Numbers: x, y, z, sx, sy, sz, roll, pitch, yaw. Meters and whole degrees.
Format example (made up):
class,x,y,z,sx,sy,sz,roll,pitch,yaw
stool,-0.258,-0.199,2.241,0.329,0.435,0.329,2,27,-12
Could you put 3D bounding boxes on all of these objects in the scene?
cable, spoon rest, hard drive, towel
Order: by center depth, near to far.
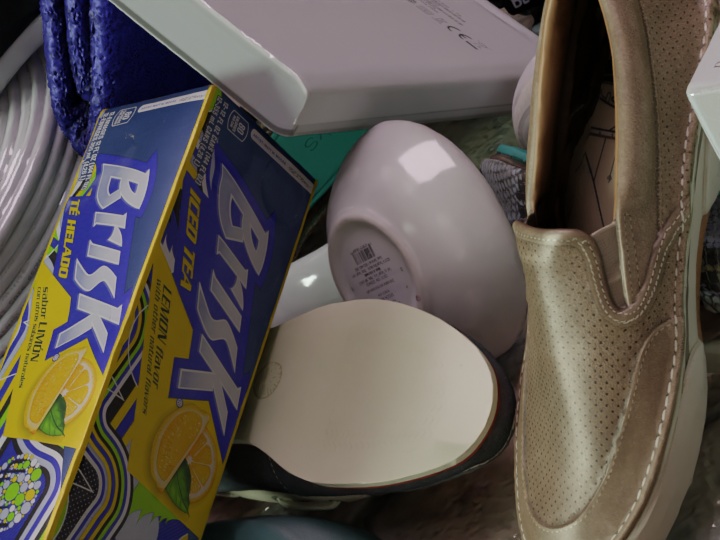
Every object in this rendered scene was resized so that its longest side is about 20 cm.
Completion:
class,x,y,z,sx,sy,sz,roll,pitch,yaw
spoon rest,0.000,0.000,0.741,0.060,0.100,0.199,-30,6,-36
hard drive,-0.008,-0.106,0.777,0.132,0.199,0.026,39,119,26
towel,-0.065,-0.149,0.840,0.049,0.149,0.200,17,35,30
cable,-0.193,-0.029,0.885,0.199,0.069,0.201,-26,46,32

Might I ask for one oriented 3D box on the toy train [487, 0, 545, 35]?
class,x,y,z,sx,sy,sz,roll,pitch,yaw
toy train,0.138,-0.182,0.866,0.199,0.086,0.114,-25,18,26

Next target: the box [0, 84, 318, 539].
class,x,y,z,sx,sy,sz,roll,pitch,yaw
box,-0.083,0.036,0.666,0.064,0.070,0.202,-8,54,39

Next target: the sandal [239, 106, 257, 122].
class,x,y,z,sx,sy,sz,roll,pitch,yaw
sandal,-0.045,-0.060,0.926,0.200,0.045,0.075,-47,16,-5

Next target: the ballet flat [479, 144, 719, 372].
class,x,y,z,sx,sy,sz,roll,pitch,yaw
ballet flat,0.095,-0.002,0.656,0.072,0.072,0.200,-45,27,-16

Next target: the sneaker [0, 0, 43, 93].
class,x,y,z,sx,sy,sz,roll,pitch,yaw
sneaker,-0.206,-0.117,0.820,0.200,0.112,0.073,-49,38,2

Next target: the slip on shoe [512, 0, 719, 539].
class,x,y,z,sx,sy,sz,roll,pitch,yaw
slip on shoe,0.074,-0.001,0.580,0.076,0.060,0.202,15,92,55

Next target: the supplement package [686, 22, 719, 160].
class,x,y,z,sx,sy,sz,roll,pitch,yaw
supplement package,0.199,-0.064,0.526,0.110,0.156,0.201,-7,40,40

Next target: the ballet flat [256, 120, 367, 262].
class,x,y,z,sx,sy,sz,roll,pitch,yaw
ballet flat,-0.056,-0.019,0.856,0.200,0.068,0.067,-44,8,-1

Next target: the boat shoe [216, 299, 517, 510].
class,x,y,z,sx,sy,sz,roll,pitch,yaw
boat shoe,-0.015,0.058,0.690,0.199,0.062,0.072,-7,57,43

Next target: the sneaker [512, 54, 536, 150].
class,x,y,z,sx,sy,sz,roll,pitch,yaw
sneaker,0.131,-0.057,0.693,0.199,0.075,0.082,-5,50,46

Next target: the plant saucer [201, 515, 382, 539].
class,x,y,z,sx,sy,sz,roll,pitch,yaw
plant saucer,-0.070,0.154,0.636,0.199,0.036,0.201,-27,29,17
